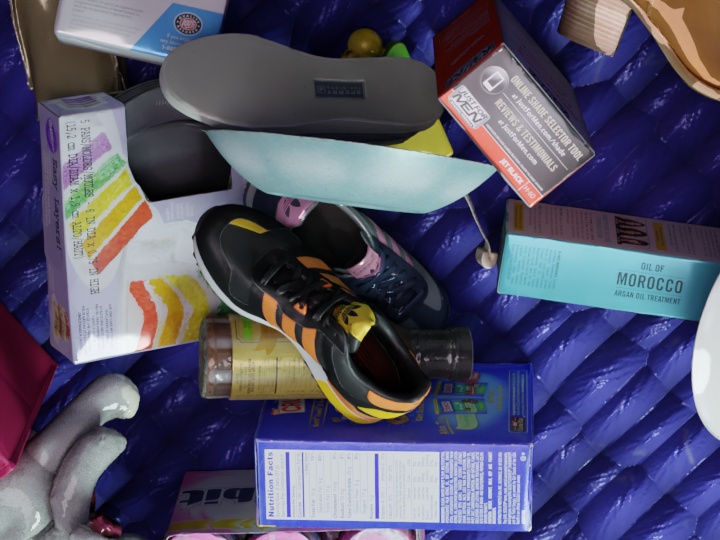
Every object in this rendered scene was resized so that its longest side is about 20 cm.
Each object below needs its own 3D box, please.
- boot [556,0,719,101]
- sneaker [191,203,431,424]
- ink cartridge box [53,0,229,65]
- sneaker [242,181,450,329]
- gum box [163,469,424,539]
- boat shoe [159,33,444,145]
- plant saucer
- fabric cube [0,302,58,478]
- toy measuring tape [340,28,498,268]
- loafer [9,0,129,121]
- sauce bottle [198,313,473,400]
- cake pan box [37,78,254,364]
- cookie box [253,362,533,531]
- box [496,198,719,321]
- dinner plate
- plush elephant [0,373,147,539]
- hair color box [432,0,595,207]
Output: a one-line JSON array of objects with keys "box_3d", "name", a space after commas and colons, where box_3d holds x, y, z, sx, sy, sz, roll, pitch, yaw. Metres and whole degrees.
[{"box_3d": [0.253, -0.207, 1.668, 0.200, 0.074, 0.155, 20, 105, -6], "name": "boot"}, {"box_3d": [-0.027, 0.024, 1.630, 0.200, 0.090, 0.070, 47, 65, -14], "name": "sneaker"}, {"box_3d": [-0.139, -0.249, 1.659, 0.115, 0.068, 0.200, 12, 89, -3], "name": "ink cartridge box"}, {"box_3d": [0.000, 0.000, 1.724, 0.200, 0.082, 0.070, 36, 89, -29], "name": "sneaker"}, {"box_3d": [-0.052, 0.203, 1.804, 0.200, 0.114, 0.066, -2, 109, 5], "name": "gum box"}, {"box_3d": [-0.044, -0.115, 1.631, 0.200, 0.072, 0.070, 4, 69, -14], "name": "boat shoe"}, {"box_3d": [-0.008, -0.064, 1.596, 0.201, 0.201, 0.039, 7, 89, 1], "name": "plant saucer"}, {"box_3d": [-0.372, 0.086, 1.740, 0.196, 0.200, 0.199, -37, 105, 14], "name": "fabric cube"}, {"box_3d": [0.032, -0.081, 1.719, 0.073, 0.074, 0.200, -23, 102, 11], "name": "toy measuring tape"}, {"box_3d": [-0.206, -0.143, 1.719, 0.076, 0.067, 0.200, -15, 107, 9], "name": "loafer"}, {"box_3d": [-0.018, 0.062, 1.722, 0.200, 0.065, 0.065, -1, 109, -10], "name": "sauce bottle"}, {"box_3d": [-0.138, -0.044, 1.717, 0.184, 0.052, 0.200, -10, 112, -26], "name": "cake pan box"}, {"box_3d": [0.028, 0.128, 1.744, 0.200, 0.171, 0.075, 1, 107, 4], "name": "cookie box"}, {"box_3d": [0.202, -0.005, 1.734, 0.200, 0.082, 0.049, 8, 111, 1], "name": "box"}, {"box_3d": [0.314, 0.038, 1.703, 0.200, 0.024, 0.201, -22, 126, -34], "name": "dinner plate"}, {"box_3d": [-0.215, 0.200, 1.746, 0.165, 0.200, 0.155, -34, 101, 35], "name": "plush elephant"}, {"box_3d": [0.103, -0.123, 1.635, 0.061, 0.200, 0.102, -39, 102, 11], "name": "hair color box"}]
